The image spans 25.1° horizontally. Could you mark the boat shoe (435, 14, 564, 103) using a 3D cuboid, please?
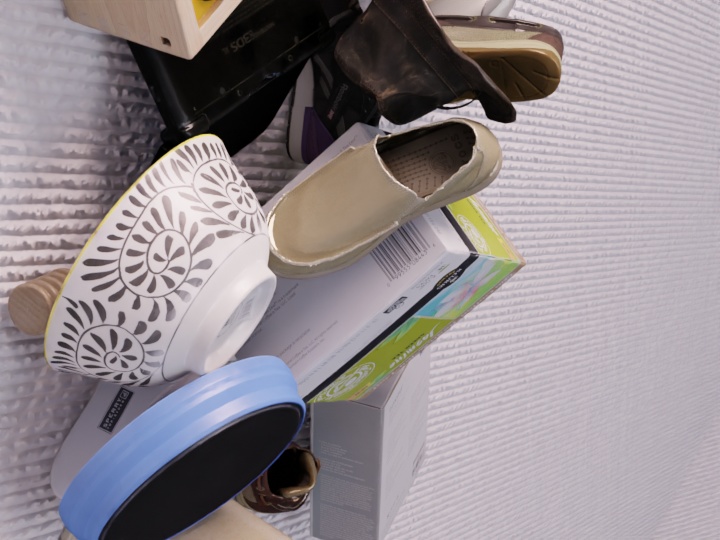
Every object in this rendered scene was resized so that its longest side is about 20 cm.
[{"bbox_3d":[0.078,-0.185,1.395,0.065,0.200,0.073,-67,159,-47],"label":"boat shoe"}]

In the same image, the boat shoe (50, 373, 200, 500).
[{"bbox_3d":[-0.161,0.102,1.253,0.200,0.072,0.068,-60,155,-12],"label":"boat shoe"}]

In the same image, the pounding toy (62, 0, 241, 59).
[{"bbox_3d":[-0.093,-0.269,1.015,0.200,0.142,0.184,-55,153,-30],"label":"pounding toy"}]

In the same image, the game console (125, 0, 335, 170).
[{"bbox_3d":[-0.121,-0.153,1.204,0.200,0.116,0.176,-43,115,-47],"label":"game console"}]

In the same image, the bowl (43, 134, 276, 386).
[{"bbox_3d":[-0.122,0.014,1.138,0.201,0.094,0.201,-52,169,-15],"label":"bowl"}]

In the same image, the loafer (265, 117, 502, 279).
[{"bbox_3d":[0.010,-0.063,1.191,0.200,0.076,0.068,-29,160,-4],"label":"loafer"}]

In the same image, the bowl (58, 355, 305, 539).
[{"bbox_3d":[-0.126,0.141,1.190,0.200,0.039,0.201,-34,161,-13],"label":"bowl"}]

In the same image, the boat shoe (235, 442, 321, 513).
[{"bbox_3d":[-0.075,0.191,1.507,0.072,0.072,0.200,-61,156,-17],"label":"boat shoe"}]

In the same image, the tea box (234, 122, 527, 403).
[{"bbox_3d":[0.000,0.000,1.344,0.200,0.134,0.197,-41,163,18],"label":"tea box"}]

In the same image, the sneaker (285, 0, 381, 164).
[{"bbox_3d":[-0.005,-0.171,1.350,0.076,0.087,0.200,-42,144,-46],"label":"sneaker"}]

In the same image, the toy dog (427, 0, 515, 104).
[{"bbox_3d":[0.094,-0.250,1.455,0.096,0.132,0.200,16,113,-34],"label":"toy dog"}]

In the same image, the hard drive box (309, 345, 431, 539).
[{"bbox_3d":[0.011,0.156,1.630,0.156,0.077,0.200,-58,156,-50],"label":"hard drive box"}]

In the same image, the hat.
[{"bbox_3d":[0.029,-0.162,1.232,0.081,0.201,0.201,-39,154,1],"label":"hat"}]

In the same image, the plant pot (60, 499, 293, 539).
[{"bbox_3d":[-0.125,0.265,1.321,0.200,0.183,0.201,-46,147,-43],"label":"plant pot"}]

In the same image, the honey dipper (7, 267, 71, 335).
[{"bbox_3d":[-0.183,0.002,1.180,0.200,0.038,0.038,-31,136,-61],"label":"honey dipper"}]
